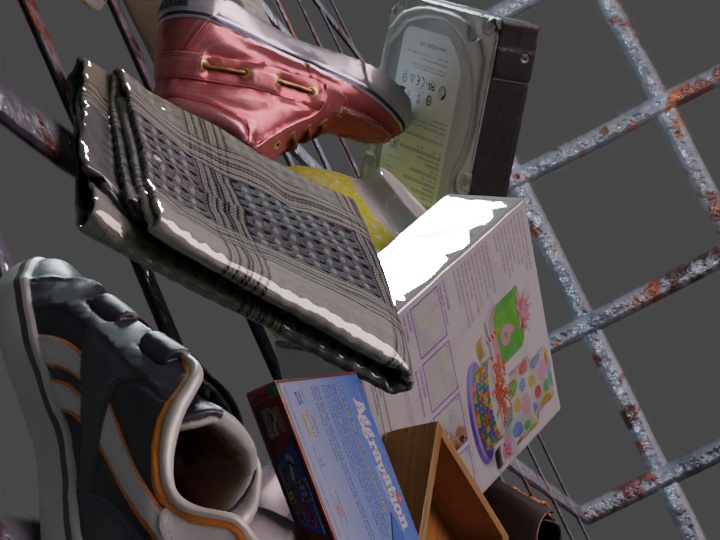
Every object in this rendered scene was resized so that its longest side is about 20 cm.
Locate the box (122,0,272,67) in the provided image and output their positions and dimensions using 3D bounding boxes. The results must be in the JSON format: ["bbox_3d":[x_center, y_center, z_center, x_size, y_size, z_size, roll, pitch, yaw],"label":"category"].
[{"bbox_3d":[-0.113,-0.180,1.534,0.201,0.077,0.095,64,7,7],"label":"box"}]

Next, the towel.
[{"bbox_3d":[-0.065,-0.032,1.160,0.199,0.035,0.193,28,22,-23],"label":"towel"}]

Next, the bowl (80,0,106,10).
[{"bbox_3d":[-0.172,-0.273,1.375,0.202,0.094,0.201,62,7,-14],"label":"bowl"}]

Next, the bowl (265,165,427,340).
[{"bbox_3d":[0.000,0.000,1.385,0.200,0.108,0.200,48,7,-8],"label":"bowl"}]

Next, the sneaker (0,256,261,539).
[{"bbox_3d":[-0.084,0.058,0.839,0.079,0.079,0.201,56,8,-44],"label":"sneaker"}]

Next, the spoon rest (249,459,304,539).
[{"bbox_3d":[-0.037,0.135,1.060,0.100,0.060,0.200,60,20,-16],"label":"spoon rest"}]

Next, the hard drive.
[{"bbox_3d":[0.051,-0.079,1.483,0.140,0.038,0.201,27,-70,57],"label":"hard drive"}]

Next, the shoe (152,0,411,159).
[{"bbox_3d":[-0.053,-0.100,1.419,0.199,0.071,0.092,23,67,-36],"label":"shoe"}]

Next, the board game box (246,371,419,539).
[{"bbox_3d":[0.008,0.146,1.044,0.103,0.019,0.201,0,67,-68],"label":"board game box"}]

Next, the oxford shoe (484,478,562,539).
[{"bbox_3d":[0.088,0.161,1.367,0.071,0.072,0.201,56,10,-45],"label":"oxford shoe"}]

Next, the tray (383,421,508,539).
[{"bbox_3d":[0.033,0.187,1.142,0.099,0.037,0.201,59,30,-36],"label":"tray"}]

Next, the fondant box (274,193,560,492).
[{"bbox_3d":[0.039,0.062,1.278,0.200,0.058,0.145,-39,125,-47],"label":"fondant box"}]
